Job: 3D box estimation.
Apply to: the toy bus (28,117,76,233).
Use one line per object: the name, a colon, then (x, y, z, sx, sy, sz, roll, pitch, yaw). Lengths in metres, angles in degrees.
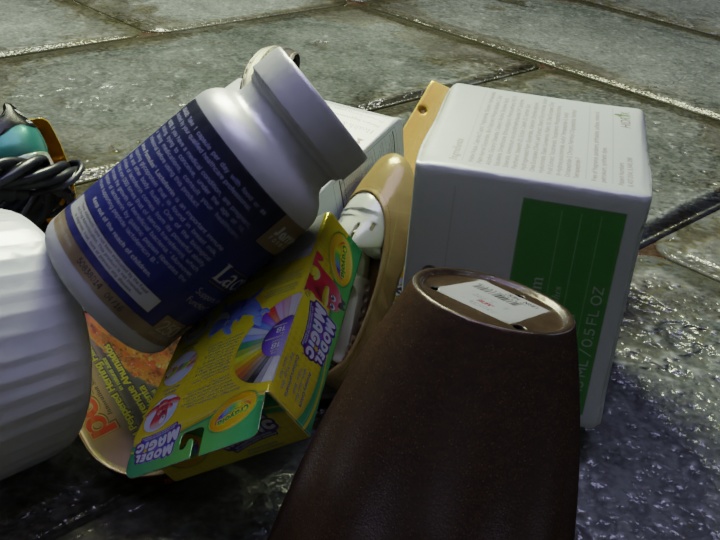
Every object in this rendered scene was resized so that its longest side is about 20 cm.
toy bus: (-0.410, -0.067, 0.958, 0.191, 0.137, 0.200, 8, 28, 35)

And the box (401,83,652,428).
box: (0.129, -0.021, 0.801, 0.170, 0.200, 0.200, 10, 28, 10)

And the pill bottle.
pill bottle: (-0.100, -0.048, 0.659, 0.200, 0.116, 0.116, -40, 33, 5)

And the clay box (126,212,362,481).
clay box: (-0.072, 0.056, 0.651, 0.114, 0.048, 0.201, -23, 33, 30)

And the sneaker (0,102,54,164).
sneaker: (-0.361, -0.074, 0.825, 0.199, 0.080, 0.071, -27, -5, -19)

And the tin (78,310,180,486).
tin: (-0.173, 0.067, 0.734, 0.112, 0.042, 0.200, -29, 65, -17)

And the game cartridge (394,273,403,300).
game cartridge: (0.098, 0.046, 0.913, 0.198, 0.033, 0.177, -5, 30, -15)

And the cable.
cable: (-0.308, -0.045, 0.759, 0.199, 0.163, 0.051, -27, 76, -4)

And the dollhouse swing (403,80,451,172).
dollhouse swing: (0.134, -0.078, 1.047, 0.199, 0.176, 0.182, 28, 74, 8)

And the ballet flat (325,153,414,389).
ballet flat: (0.000, 0.000, 0.805, 0.068, 0.202, 0.063, 9, 0, 45)

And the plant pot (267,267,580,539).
plant pot: (0.050, 0.108, 0.570, 0.185, 0.201, 0.187, 13, 17, -4)

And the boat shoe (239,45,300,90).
boat shoe: (-0.067, -0.107, 0.798, 0.073, 0.075, 0.201, 10, 49, 2)

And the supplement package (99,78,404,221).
supplement package: (-0.088, -0.051, 0.895, 0.190, 0.148, 0.200, 17, 44, 27)

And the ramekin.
ramekin: (-0.270, 0.052, 0.677, 0.200, 0.202, 0.097, 28, 29, 37)
